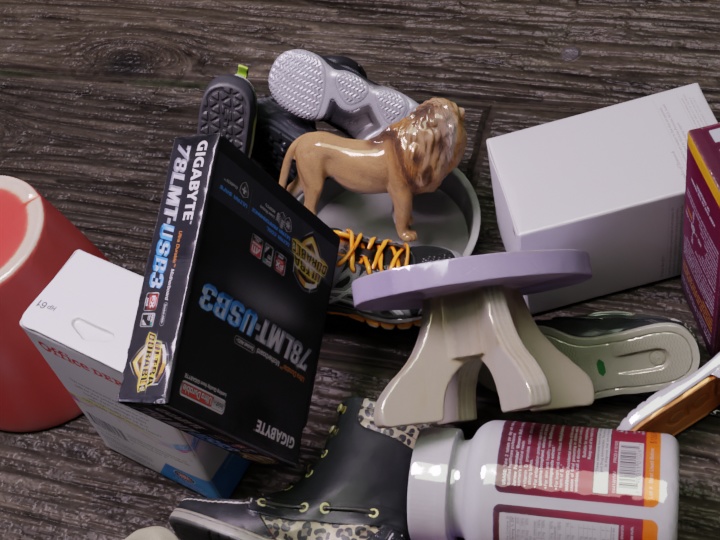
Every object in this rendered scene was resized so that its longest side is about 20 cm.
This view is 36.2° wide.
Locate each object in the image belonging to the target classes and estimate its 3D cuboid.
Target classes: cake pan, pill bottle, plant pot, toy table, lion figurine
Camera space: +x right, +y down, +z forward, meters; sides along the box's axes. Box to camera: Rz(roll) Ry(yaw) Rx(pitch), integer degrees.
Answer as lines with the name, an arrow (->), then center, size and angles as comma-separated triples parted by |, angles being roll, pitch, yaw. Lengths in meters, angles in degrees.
cake pan -> 0.021, -0.034, 1.073 | 0.197, 0.037, 0.203 | -7, 53, 9
pill bottle -> 0.141, 0.173, 0.842 | 0.196, 0.110, 0.111 | 3, 54, 16
plant pot -> -0.326, 0.023, 1.029 | 0.197, 0.178, 0.203 | -7, 53, 9
toy table -> 0.095, 0.055, 0.859 | 0.196, 0.184, 0.119 | -6, 81, -7
lion figurine -> -0.001, -0.096, 1.012 | 0.196, 0.125, 0.073 | 0, 25, 2

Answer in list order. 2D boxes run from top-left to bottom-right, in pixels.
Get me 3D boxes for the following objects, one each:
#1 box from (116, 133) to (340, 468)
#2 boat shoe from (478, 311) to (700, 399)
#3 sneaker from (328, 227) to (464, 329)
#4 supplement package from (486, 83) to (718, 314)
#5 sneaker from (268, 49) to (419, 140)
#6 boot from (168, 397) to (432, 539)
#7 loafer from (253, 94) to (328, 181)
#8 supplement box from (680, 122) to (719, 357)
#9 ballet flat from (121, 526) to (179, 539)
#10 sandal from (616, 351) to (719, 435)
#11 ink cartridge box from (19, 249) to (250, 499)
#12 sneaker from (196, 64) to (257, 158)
box -> -0.091, 0.030, 0.840 | 0.049, 0.200, 0.202 | -2, 68, 26
boat shoe -> 0.190, 0.072, 0.947 | 0.197, 0.073, 0.068 | -4, 14, 19
sneaker -> 0.000, 0.000, 0.981 | 0.196, 0.078, 0.079 | -2, 52, 11
supplement package -> 0.225, -0.064, 0.990 | 0.197, 0.122, 0.121 | -14, 52, 2
sneaker -> 0.008, -0.160, 1.094 | 0.198, 0.076, 0.114 | 30, 18, -1
boot -> -0.043, 0.180, 0.913 | 0.200, 0.074, 0.155 | 8, 52, 19
loafer -> -0.074, -0.144, 1.139 | 0.070, 0.069, 0.200 | -30, 33, -20
supplement box -> 0.326, -0.029, 0.888 | 0.108, 0.201, 0.087 | -14, 50, 3
ballet flat -> -0.135, 0.274, 0.861 | 0.069, 0.070, 0.199 | -42, 52, -18
sandal -> 0.299, 0.104, 0.881 | 0.205, 0.079, 0.059 | -35, 54, -2
ink cartridge box -> -0.175, 0.092, 0.924 | 0.143, 0.201, 0.085 | 20, 60, 26
sneaker -> -0.139, -0.105, 1.113 | 0.071, 0.203, 0.083 | 19, 15, -2
